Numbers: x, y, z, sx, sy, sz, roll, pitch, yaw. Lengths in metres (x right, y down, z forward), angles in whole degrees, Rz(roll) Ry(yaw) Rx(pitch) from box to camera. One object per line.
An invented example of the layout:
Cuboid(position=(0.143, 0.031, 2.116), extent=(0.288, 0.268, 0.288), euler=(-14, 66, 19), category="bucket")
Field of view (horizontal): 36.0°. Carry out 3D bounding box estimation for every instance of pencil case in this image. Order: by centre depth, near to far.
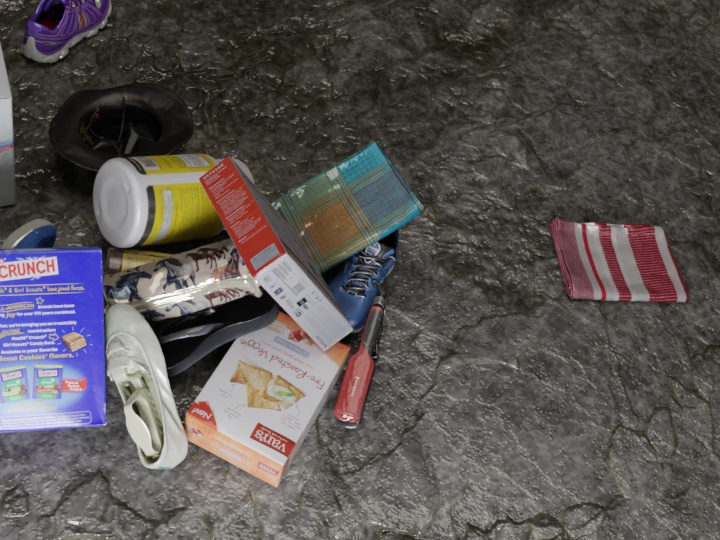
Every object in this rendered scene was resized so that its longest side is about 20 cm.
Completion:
Cuboid(position=(-0.217, 0.019, 1.359), extent=(0.197, 0.079, 0.090), euler=(-15, 32, -1), category="pencil case")

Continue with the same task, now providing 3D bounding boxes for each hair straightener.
Cuboid(position=(0.002, 0.107, 1.425), extent=(0.040, 0.077, 0.203), euler=(9, 67, 4), category="hair straightener")

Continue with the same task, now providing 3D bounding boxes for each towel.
Cuboid(position=(-0.028, -0.082, 1.508), extent=(0.198, 0.022, 0.147), euler=(-30, 56, -5), category="towel")
Cuboid(position=(0.392, -0.014, 1.680), extent=(0.197, 0.023, 0.146), euler=(3, 52, -15), category="towel")

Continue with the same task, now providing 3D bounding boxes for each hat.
Cuboid(position=(-0.333, -0.177, 1.555), extent=(0.197, 0.082, 0.202), euler=(2, 46, -3), category="hat")

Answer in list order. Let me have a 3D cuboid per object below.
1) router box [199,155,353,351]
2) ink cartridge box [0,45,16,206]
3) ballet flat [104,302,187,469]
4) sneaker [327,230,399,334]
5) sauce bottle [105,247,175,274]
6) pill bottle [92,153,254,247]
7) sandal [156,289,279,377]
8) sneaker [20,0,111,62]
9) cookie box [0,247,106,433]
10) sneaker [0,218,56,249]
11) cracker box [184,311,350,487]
Cuboid(position=(-0.101, -0.018, 1.357), extent=(0.049, 0.200, 0.180), euler=(-35, 52, 3), category="router box")
Cuboid(position=(-0.528, -0.195, 1.427), extent=(0.143, 0.201, 0.147), euler=(-8, 53, -23), category="ink cartridge box")
Cuboid(position=(-0.255, 0.135, 1.276), extent=(0.069, 0.069, 0.203), euler=(-20, 89, -30), category="ballet flat")
Cuboid(position=(0.000, 0.000, 1.503), extent=(0.078, 0.090, 0.201), euler=(23, 48, 4), category="sneaker")
Cuboid(position=(-0.231, 0.013, 1.437), extent=(0.197, 0.065, 0.065), euler=(9, 49, -9), category="sauce bottle")
Cuboid(position=(-0.243, -0.096, 1.469), extent=(0.198, 0.115, 0.115), euler=(-8, 52, -44), category="pill bottle")
Cuboid(position=(-0.199, 0.070, 1.376), extent=(0.198, 0.043, 0.076), euler=(-28, 37, -11), category="sandal")
Cuboid(position=(-0.445, -0.397, 1.698), extent=(0.080, 0.084, 0.201), euler=(24, 48, 3), category="sneaker")
Cuboid(position=(-0.376, 0.076, 1.262), extent=(0.168, 0.075, 0.204), euler=(-1, 94, -18), category="cookie box")
Cuboid(position=(-0.411, 0.030, 1.358), extent=(0.110, 0.077, 0.201), euler=(26, 53, 13), category="sneaker")
Cuboid(position=(-0.113, 0.149, 1.366), extent=(0.133, 0.058, 0.201), euler=(26, 49, 6), category="cracker box")
